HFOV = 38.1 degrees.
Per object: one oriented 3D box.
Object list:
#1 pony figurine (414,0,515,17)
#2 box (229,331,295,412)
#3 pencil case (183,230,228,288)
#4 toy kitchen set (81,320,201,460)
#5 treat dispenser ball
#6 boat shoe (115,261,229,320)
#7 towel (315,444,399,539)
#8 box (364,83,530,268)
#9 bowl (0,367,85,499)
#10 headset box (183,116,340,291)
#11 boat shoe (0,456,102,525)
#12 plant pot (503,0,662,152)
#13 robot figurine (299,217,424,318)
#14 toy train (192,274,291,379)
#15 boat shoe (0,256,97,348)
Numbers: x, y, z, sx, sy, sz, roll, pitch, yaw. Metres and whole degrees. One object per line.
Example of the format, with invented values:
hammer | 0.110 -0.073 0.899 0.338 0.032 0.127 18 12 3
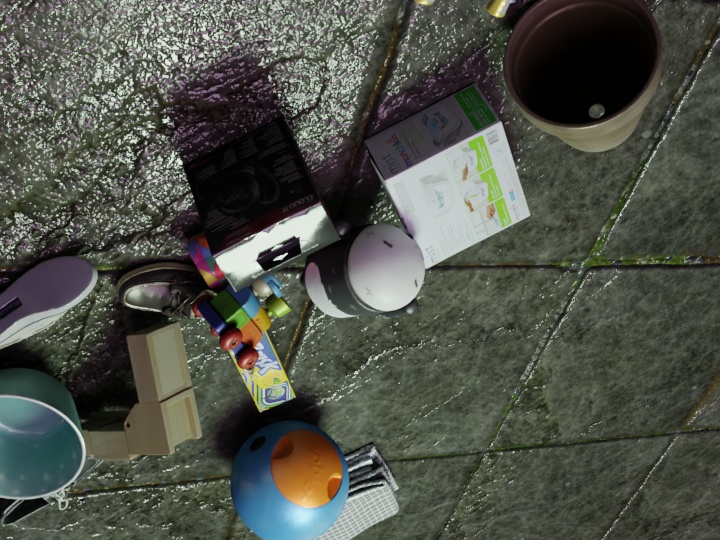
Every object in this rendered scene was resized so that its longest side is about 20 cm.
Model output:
pony figurine | 0.169 -0.386 1.193 0.191 0.168 0.200 5 146 -19
box | -0.161 0.126 1.589 0.064 0.070 0.201 -24 138 -5
pencil case | -0.141 -0.055 1.411 0.199 0.089 0.089 -29 138 7
toy kitchen set | -0.331 0.170 1.566 0.198 0.182 0.163 -6 -172 27
treat dispenser ball | -0.118 0.353 1.740 0.199 0.202 0.202 -13 137 -13
boat shoe | -0.240 0.035 1.462 0.198 0.065 0.074 -1 132 -25
towel | -0.026 0.434 1.953 0.198 0.086 0.166 -24 139 -1
box | 0.124 -0.125 1.454 0.175 0.097 0.201 -27 139 3
bowl | -0.484 0.217 1.478 0.198 0.105 0.202 -3 126 -4
headset box | -0.124 -0.079 1.302 0.148 0.201 0.077 -27 138 1
boat shoe | -0.487 0.338 1.645 0.198 0.068 0.074 -25 139 -1
plant pot | 0.300 -0.245 1.373 0.199 0.201 0.173 -32 156 8
robot figurine | 0.002 0.000 1.456 0.149 0.126 0.199 6 170 -36
toy train | -0.144 0.075 1.457 0.116 0.085 0.200 -40 151 -7
boat shoe | -0.432 0.048 1.393 0.199 0.071 0.070 -33 165 2
